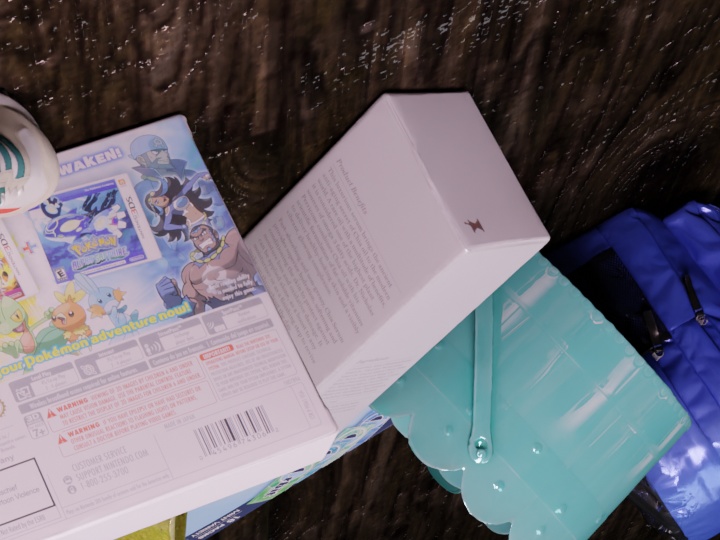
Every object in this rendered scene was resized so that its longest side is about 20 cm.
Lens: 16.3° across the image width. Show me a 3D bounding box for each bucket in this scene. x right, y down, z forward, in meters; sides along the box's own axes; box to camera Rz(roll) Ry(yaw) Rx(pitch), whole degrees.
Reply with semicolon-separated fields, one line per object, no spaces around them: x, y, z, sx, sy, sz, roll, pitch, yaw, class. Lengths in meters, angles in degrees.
0.089;0.073;1.502;0.135;0.207;0.207;-43;159;-2;bucket

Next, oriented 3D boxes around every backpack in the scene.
0.213;0.068;1.654;0.168;0.200;0.163;-31;159;9;backpack

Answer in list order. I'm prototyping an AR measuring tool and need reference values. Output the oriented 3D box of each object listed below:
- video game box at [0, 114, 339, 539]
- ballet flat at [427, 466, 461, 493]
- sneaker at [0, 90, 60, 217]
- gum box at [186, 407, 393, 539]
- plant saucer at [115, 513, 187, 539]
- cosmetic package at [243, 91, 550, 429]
-0.139;0.037;1.171;0.200;0.182;0.047;-19;162;-21;video game box
0.103;0.097;1.796;0.072;0.068;0.200;-40;167;-27;ballet flat
-0.182;-0.034;1.070;0.070;0.093;0.200;-32;159;11;sneaker
-0.086;0.107;1.597;0.170;0.045;0.200;-33;160;13;gum box
-0.116;0.099;1.339;0.048;0.200;0.200;4;143;-3;plant saucer
0.000;0.000;1.370;0.071;0.101;0.200;-6;152;-45;cosmetic package
